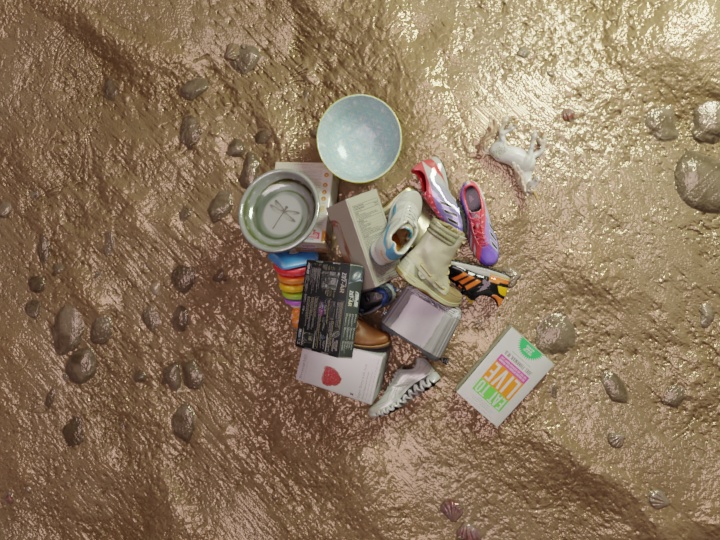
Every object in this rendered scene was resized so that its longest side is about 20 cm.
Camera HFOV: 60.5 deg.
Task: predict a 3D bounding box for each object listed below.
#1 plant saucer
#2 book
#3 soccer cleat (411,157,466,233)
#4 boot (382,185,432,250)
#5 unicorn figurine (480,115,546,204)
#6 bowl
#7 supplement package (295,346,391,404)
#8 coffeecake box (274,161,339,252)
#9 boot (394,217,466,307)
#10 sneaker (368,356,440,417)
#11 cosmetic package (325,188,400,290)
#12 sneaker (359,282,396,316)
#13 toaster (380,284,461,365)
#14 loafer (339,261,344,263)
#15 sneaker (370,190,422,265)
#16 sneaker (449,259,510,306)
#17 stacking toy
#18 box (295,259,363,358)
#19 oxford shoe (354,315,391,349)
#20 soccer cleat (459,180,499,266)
[{"bbox_3d":[-0.183,-0.132,1.422,0.195,0.050,0.205,-4,72,11],"label":"plant saucer"},{"bbox_3d":[0.339,0.250,1.456,0.133,0.048,0.201,39,100,3],"label":"book"},{"bbox_3d":[0.182,-0.160,1.428,0.072,0.068,0.204,-20,85,-18],"label":"soccer cleat"},{"bbox_3d":[0.091,-0.080,1.469,0.199,0.073,0.157,-38,81,7],"label":"boot"},{"bbox_3d":[0.362,-0.260,1.402,0.198,0.073,0.140,34,111,23],"label":"unicorn figurine"},{"bbox_3d":[-0.001,-0.299,1.450,0.195,0.108,0.206,0,89,3],"label":"bowl"},{"bbox_3d":[-0.040,0.225,1.499,0.196,0.120,0.124,16,99,12],"label":"supplement package"},{"bbox_3d":[-0.139,-0.152,1.485,0.150,0.073,0.205,3,74,12],"label":"coffeecake box"},{"bbox_3d":[0.188,-0.016,1.364,0.198,0.072,0.156,28,103,-33],"label":"boot"},{"bbox_3d":[0.097,0.287,1.503,0.198,0.075,0.082,-35,76,7],"label":"sneaker"},{"bbox_3d":[0.010,-0.067,1.393,0.086,0.102,0.204,-12,97,51],"label":"cosmetic package"},{"bbox_3d":[-0.012,0.081,1.500,0.197,0.085,0.078,-25,89,14],"label":"sneaker"},{"bbox_3d":[0.152,0.119,1.451,0.198,0.114,0.131,31,98,8],"label":"toaster"},{"bbox_3d":[0.000,0.000,1.485,0.195,0.063,0.073,-16,54,8],"label":"loafer"},{"bbox_3d":[0.098,-0.098,1.361,0.076,0.202,0.080,41,148,-24],"label":"sneaker"},{"bbox_3d":[0.247,0.028,1.443,0.195,0.070,0.092,13,94,10],"label":"sneaker"},{"bbox_3d":[-0.158,0.049,1.531,0.108,0.116,0.205,-12,112,-25],"label":"stacking toy"},{"bbox_3d":[-0.072,0.083,1.382,0.158,0.043,0.205,5,87,47],"label":"box"},{"bbox_3d":[-0.019,0.129,1.447,0.195,0.072,0.073,16,119,8],"label":"oxford shoe"},{"bbox_3d":[0.272,-0.107,1.426,0.067,0.073,0.205,-14,91,13],"label":"soccer cleat"}]
